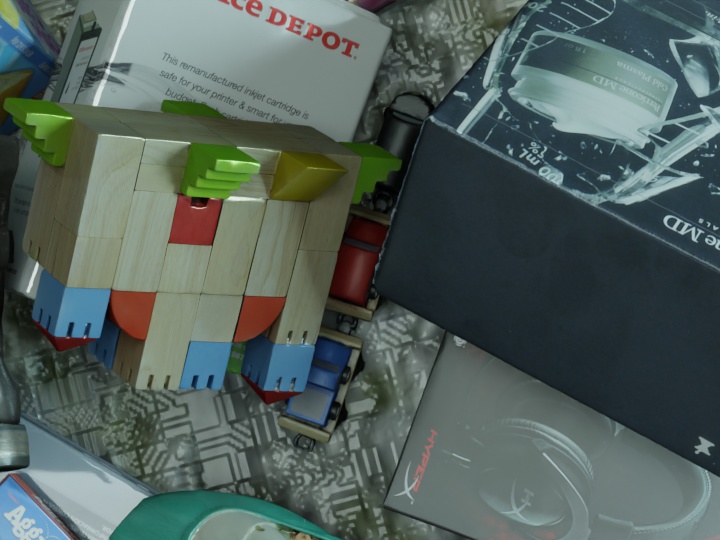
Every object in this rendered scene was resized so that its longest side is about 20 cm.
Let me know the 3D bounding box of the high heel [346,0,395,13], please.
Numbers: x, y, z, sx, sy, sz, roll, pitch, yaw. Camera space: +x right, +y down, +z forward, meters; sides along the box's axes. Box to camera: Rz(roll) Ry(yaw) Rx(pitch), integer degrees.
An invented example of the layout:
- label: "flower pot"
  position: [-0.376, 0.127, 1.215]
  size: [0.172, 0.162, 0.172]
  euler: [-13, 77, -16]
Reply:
- label: "high heel"
  position: [-0.009, -0.237, 1.410]
  size: [0.096, 0.067, 0.200]
  euler: [-31, 81, -3]

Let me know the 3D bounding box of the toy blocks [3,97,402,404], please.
- label: "toy blocks"
  position: [-0.088, -0.004, 1.283]
  size: [0.199, 0.100, 0.137]
  euler: [4, 108, -36]

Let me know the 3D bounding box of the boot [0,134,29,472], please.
- label: "boot"
  position: [-0.221, 0.017, 1.333]
  size: [0.069, 0.200, 0.175]
  euler: [0, 85, -39]

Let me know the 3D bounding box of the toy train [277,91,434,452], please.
- label: "toy train"
  position: [0.000, 0.000, 1.399]
  size: [0.034, 0.046, 0.201]
  euler: [18, 88, 7]

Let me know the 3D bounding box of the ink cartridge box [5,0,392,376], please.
- label: "ink cartridge box"
  position: [-0.091, -0.062, 1.366]
  size: [0.145, 0.084, 0.201]
  euler: [22, 87, -25]

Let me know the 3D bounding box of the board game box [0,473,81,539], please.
- label: "board game box"
  position: [-0.149, 0.213, 1.378]
  size: [0.103, 0.019, 0.200]
  euler: [-45, 83, 3]

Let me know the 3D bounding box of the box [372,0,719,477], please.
- label: "box"
  position: [0.144, -0.037, 1.293]
  size: [0.199, 0.124, 0.197]
  euler: [28, 45, 12]

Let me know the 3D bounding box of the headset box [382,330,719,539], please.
- label: "headset box"
  position: [0.131, 0.088, 1.365]
  size: [0.199, 0.077, 0.149]
  euler: [20, 88, 8]

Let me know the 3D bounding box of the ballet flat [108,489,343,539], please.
- label: "ballet flat"
  position: [-0.030, 0.159, 1.355]
  size: [0.199, 0.070, 0.068]
  euler: [19, 81, -8]

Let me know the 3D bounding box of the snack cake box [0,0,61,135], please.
- label: "snack cake box"
  position: [-0.227, -0.109, 1.352]
  size: [0.115, 0.200, 0.067]
  euler: [-34, 80, 2]

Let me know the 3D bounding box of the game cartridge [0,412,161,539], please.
- label: "game cartridge"
  position: [-0.171, 0.159, 1.411]
  size: [0.200, 0.040, 0.134]
  euler: [30, 86, 7]
